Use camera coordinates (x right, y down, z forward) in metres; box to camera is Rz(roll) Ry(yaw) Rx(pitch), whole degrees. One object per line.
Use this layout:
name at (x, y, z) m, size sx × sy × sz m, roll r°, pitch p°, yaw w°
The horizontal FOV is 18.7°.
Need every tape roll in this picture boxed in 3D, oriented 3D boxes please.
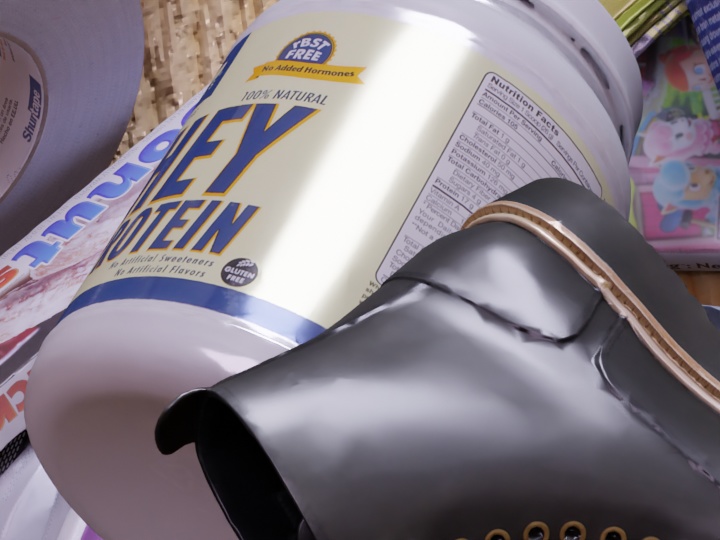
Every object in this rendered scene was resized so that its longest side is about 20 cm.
tape roll at (-0.178, -0.062, 0.814) m, size 0.200 × 0.200 × 0.066 m, roll -46°, pitch 61°, yaw -7°

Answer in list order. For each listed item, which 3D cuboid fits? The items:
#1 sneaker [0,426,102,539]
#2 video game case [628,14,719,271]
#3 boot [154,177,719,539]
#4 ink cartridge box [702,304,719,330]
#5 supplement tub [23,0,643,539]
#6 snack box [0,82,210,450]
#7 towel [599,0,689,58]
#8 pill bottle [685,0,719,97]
sneaker at (-0.088, 0.061, 0.803) m, size 0.140 × 0.078 × 0.200 m, roll 25°, pitch 66°, yaw 32°
video game case at (0.097, -0.094, 0.849) m, size 0.182 × 0.022 × 0.200 m, roll 1°, pitch 67°, yaw 17°
boot at (0.056, 0.078, 0.545) m, size 0.138 × 0.078 × 0.200 m, roll -28°, pitch 59°, yaw -34°
ink cartridge box at (0.110, 0.088, 0.684) m, size 0.199 × 0.041 × 0.200 m, roll 3°, pitch 42°, yaw 2°
supplement tub at (0.000, 0.000, 0.692) m, size 0.145 × 0.145 × 0.200 m, roll 13°, pitch 53°, yaw 21°
snack box at (-0.098, -0.001, 0.821) m, size 0.200 × 0.024 × 0.072 m, roll -42°, pitch 36°, yaw -23°
towel at (0.075, -0.161, 0.852) m, size 0.144 × 0.023 × 0.200 m, roll -42°, pitch 55°, yaw 3°
pill bottle at (0.163, -0.105, 0.734) m, size 0.111 × 0.111 × 0.200 m, roll -20°, pitch 88°, yaw 7°
